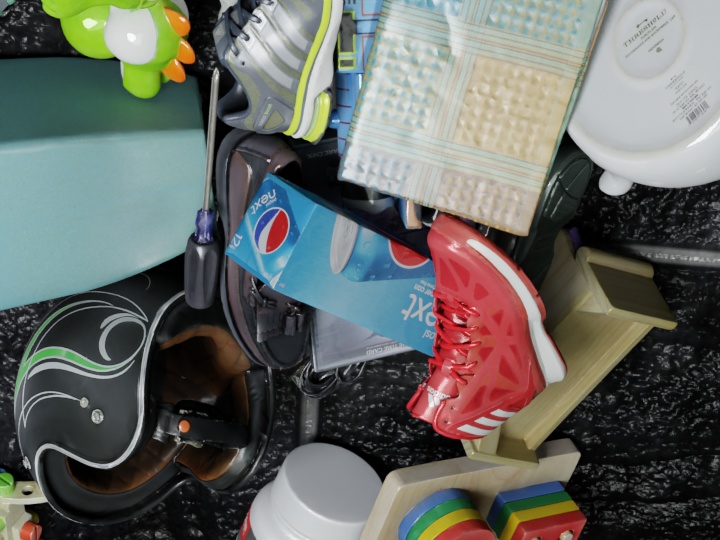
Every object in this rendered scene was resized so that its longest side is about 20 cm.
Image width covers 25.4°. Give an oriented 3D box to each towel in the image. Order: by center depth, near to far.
[{"bbox_3d":[0.077,-0.137,1.082,0.145,0.022,0.202,17,106,2],"label":"towel"}]

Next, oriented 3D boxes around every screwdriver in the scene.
[{"bbox_3d":[-0.107,-0.058,1.140,0.028,0.029,0.202,25,125,21],"label":"screwdriver"}]

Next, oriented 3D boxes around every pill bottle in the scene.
[{"bbox_3d":[-0.058,0.256,1.421,0.113,0.114,0.201,18,124,-10],"label":"pill bottle"}]

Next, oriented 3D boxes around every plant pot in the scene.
[{"bbox_3d":[-0.210,-0.075,1.186,0.197,0.142,0.143,-9,125,-5],"label":"plant pot"}]

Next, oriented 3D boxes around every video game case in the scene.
[{"bbox_3d":[0.022,-0.022,1.245,0.141,0.019,0.202,-12,120,-12],"label":"video game case"}]

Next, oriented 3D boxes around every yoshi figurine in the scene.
[{"bbox_3d":[-0.171,-0.208,1.095,0.111,0.113,0.201,-15,140,-16],"label":"yoshi figurine"}]

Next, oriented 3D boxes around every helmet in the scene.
[{"bbox_3d":[-0.180,0.099,1.268,0.189,0.201,0.201,-9,129,41],"label":"helmet"}]

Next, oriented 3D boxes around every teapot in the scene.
[{"bbox_3d":[0.238,-0.148,1.106,0.145,0.199,0.200,8,91,-48],"label":"teapot"}]

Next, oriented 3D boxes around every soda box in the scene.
[{"bbox_3d":[0.000,0.000,1.164,0.199,0.064,0.068,24,96,-46],"label":"soda box"}]

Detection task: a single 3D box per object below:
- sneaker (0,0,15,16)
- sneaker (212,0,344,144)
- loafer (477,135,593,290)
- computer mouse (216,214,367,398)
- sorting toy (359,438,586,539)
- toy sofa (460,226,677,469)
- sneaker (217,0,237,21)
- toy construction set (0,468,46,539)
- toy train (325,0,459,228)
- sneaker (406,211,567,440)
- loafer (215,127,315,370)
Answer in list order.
[{"bbox_3d":[-0.243,-0.217,1.126,0.087,0.075,0.201,17,124,-15],"label":"sneaker"},{"bbox_3d":[-0.057,-0.169,1.073,0.080,0.074,0.202,-5,129,-14],"label":"sneaker"},{"bbox_3d":[0.114,-0.021,1.243,0.071,0.063,0.201,-6,128,-50],"label":"loafer"},{"bbox_3d":[-0.046,0.000,1.276,0.138,0.053,0.200,-39,123,6],"label":"computer mouse"},{"bbox_3d":[0.091,0.253,1.382,0.197,0.070,0.201,-6,132,-33],"label":"sorting toy"},{"bbox_3d":[0.155,0.063,1.306,0.082,0.098,0.200,13,129,-37],"label":"toy sofa"},{"bbox_3d":[-0.099,-0.248,1.102,0.087,0.076,0.201,-4,127,20],"label":"sneaker"},{"bbox_3d":[-0.289,0.241,1.435,0.130,0.092,0.202,20,119,19],"label":"toy construction set"},{"bbox_3d":[0.030,-0.128,1.144,0.113,0.087,0.202,-3,107,-4],"label":"toy train"},{"bbox_3d":[0.076,0.056,1.162,0.116,0.078,0.200,-45,131,-10],"label":"sneaker"},{"bbox_3d":[-0.064,-0.008,1.186,0.063,0.072,0.202,24,131,43],"label":"loafer"}]
